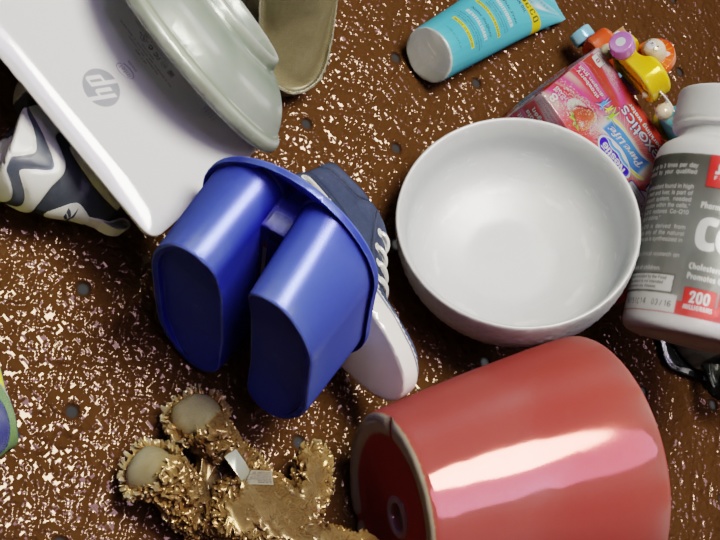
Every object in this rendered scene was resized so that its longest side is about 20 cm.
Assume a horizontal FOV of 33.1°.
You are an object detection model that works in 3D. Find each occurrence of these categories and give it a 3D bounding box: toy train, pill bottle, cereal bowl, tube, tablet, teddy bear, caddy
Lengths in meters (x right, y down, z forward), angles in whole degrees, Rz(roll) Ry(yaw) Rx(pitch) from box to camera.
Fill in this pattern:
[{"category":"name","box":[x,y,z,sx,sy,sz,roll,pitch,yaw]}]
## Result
[{"category":"toy train","box":[0.275,-0.163,1.114,0.055,0.150,0.201,-36,82,3]},{"category":"pill bottle","box":[0.286,-0.041,0.980,0.113,0.114,0.203,16,84,-25]},{"category":"cereal bowl","box":[0.126,-0.023,1.001,0.197,0.084,0.203,0,62,1]},{"category":"tube","box":[0.119,-0.233,1.124,0.199,0.050,0.078,-37,101,-41]},{"category":"tablet","box":[-0.167,-0.133,0.832,0.201,0.014,0.130,51,47,-9]},{"category":"teddy bear","box":[-0.077,0.172,0.845,0.198,0.067,0.146,28,50,-12]},{"category":"caddy","box":[-0.061,0.008,0.830,0.140,0.201,0.105,31,60,12]}]

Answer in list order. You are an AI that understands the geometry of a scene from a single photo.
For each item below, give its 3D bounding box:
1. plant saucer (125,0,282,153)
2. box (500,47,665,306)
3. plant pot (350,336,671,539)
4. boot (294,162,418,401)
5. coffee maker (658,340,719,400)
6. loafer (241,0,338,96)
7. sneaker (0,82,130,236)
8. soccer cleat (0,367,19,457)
[{"category":"plant saucer","box":[-0.110,-0.179,0.880,0.050,0.200,0.201,-37,94,9]},{"category":"box","box":[0.217,-0.082,1.091,0.099,0.095,0.201,-39,95,-36]},{"category":"plant pot","box":[0.098,0.160,0.882,0.175,0.200,0.203,-7,76,-24]},{"category":"boot","box":[0.000,0.000,0.925,0.090,0.073,0.201,-24,71,-38]},{"category":"coffee maker","box":[0.401,0.028,1.098,0.190,0.200,0.137,-7,76,-32]},{"category":"loafer","box":[-0.050,-0.222,0.936,0.075,0.202,0.068,-12,36,-21]},{"category":"sneaker","box":[-0.180,-0.115,0.877,0.129,0.079,0.201,29,52,-28]},{"category":"soccer cleat","box":[-0.280,0.037,0.776,0.202,0.064,0.084,61,12,14]}]
